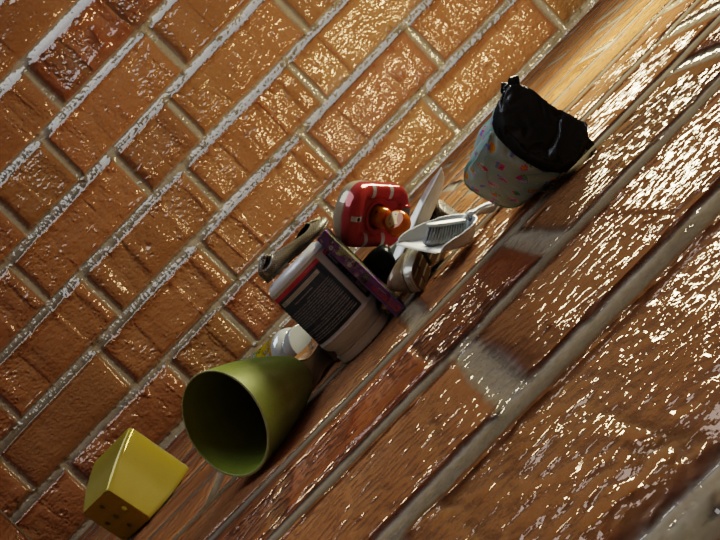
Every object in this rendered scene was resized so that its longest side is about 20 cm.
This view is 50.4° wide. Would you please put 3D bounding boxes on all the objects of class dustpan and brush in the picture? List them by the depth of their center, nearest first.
[{"bbox_3d":[0.175,-0.083,1.358,0.198,0.058,0.139,-13,15,-29],"label":"dustpan and brush"}]

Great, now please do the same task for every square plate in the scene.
[{"bbox_3d":[0.113,-0.090,1.558,0.198,0.028,0.201,120,176,-76],"label":"square plate"}]

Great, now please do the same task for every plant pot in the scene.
[{"bbox_3d":[-0.175,0.229,1.338,0.187,0.188,0.200,-42,-9,33],"label":"plant pot"},{"bbox_3d":[-0.605,0.576,2.004,0.200,0.200,0.177,-43,17,28],"label":"plant pot"}]

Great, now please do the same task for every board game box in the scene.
[{"bbox_3d":[0.000,0.000,1.414,0.032,0.200,0.120,-46,4,-1],"label":"board game box"}]

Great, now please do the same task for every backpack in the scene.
[{"bbox_3d":[0.242,-0.185,1.192,0.127,0.166,0.200,-52,0,-17],"label":"backpack"}]

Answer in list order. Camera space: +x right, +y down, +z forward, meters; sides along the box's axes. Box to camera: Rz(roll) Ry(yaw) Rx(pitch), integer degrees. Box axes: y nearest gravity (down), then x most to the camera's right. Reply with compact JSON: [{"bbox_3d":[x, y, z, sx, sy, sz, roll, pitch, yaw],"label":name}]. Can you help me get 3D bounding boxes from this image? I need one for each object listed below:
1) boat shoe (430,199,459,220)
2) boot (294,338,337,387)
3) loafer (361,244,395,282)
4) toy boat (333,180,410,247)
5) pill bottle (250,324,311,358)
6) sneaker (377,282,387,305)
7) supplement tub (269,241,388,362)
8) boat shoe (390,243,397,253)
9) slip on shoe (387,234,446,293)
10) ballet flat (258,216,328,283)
[{"bbox_3d":[0.173,-0.101,1.620,0.074,0.074,0.200,-54,-5,8],"label":"boat shoe"},{"bbox_3d":[-0.115,0.188,1.559,0.200,0.077,0.155,-44,6,-8],"label":"boot"},{"bbox_3d":[0.003,0.034,1.531,0.200,0.073,0.072,-49,8,17],"label":"loafer"},{"bbox_3d":[0.043,-0.102,1.500,0.199,0.130,0.132,-4,-71,-47],"label":"toy boat"},{"bbox_3d":[-0.173,0.200,1.766,0.200,0.113,0.113,-41,7,48],"label":"pill bottle"},{"bbox_3d":[0.037,0.036,1.677,0.081,0.074,0.200,-27,16,17],"label":"sneaker"},{"bbox_3d":[-0.059,0.059,1.426,0.140,0.200,0.140,-45,4,4],"label":"supplement tub"},{"bbox_3d":[0.089,-0.027,1.749,0.071,0.070,0.201,-26,-8,-30],"label":"boat shoe"},{"bbox_3d":[0.107,-0.024,1.427,0.060,0.076,0.201,-16,29,33],"label":"slip on shoe"},{"bbox_3d":[-0.129,-0.050,1.452,0.200,0.046,0.067,-47,5,-37],"label":"ballet flat"}]
